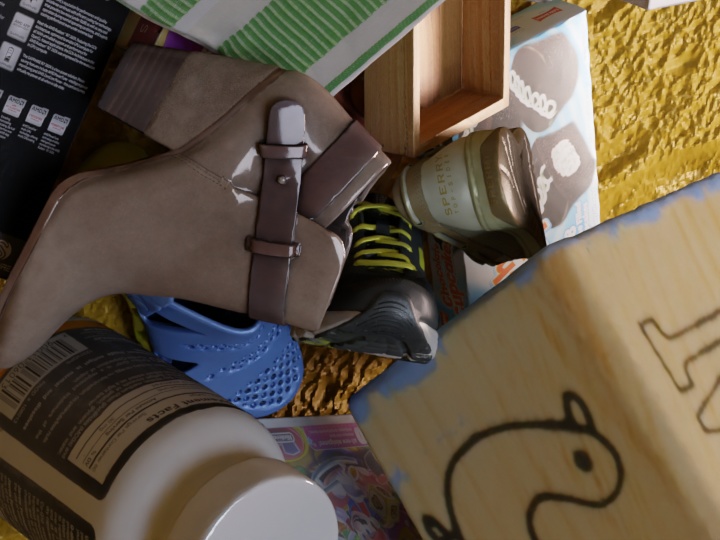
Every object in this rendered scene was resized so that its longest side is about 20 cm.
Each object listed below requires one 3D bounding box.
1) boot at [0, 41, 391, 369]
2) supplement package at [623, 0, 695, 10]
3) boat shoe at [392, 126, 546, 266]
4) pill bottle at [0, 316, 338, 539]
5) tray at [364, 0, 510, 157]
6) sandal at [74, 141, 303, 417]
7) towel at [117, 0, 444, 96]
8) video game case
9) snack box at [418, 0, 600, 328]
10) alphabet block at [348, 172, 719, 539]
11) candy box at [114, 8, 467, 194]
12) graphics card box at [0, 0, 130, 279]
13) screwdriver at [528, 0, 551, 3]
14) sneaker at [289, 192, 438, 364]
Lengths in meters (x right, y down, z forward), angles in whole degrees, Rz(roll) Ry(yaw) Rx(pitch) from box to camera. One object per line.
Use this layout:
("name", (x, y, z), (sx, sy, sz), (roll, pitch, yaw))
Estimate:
("boot", (-0.082, -0.011, 1.168), (0.201, 0.145, 0.070), (-62, 180, 12))
("supplement package", (0.205, -0.253, 1.400), (0.199, 0.111, 0.157), (-15, 119, -38))
("boat shoe", (0.064, -0.039, 1.316), (0.201, 0.063, 0.074), (2, 77, -80))
("pill bottle", (-0.108, 0.109, 1.207), (0.116, 0.199, 0.117), (-20, 123, -35))
("tray", (0.040, -0.171, 1.247), (0.098, 0.037, 0.202), (-31, 128, -50))
("sandal", (-0.082, 0.019, 1.274), (0.080, 0.087, 0.200), (-53, 137, -14))
("towel", (-0.043, -0.160, 1.126), (0.152, 0.024, 0.199), (-37, 135, 28))
("video game case", (0.015, 0.173, 1.364), (0.018, 0.201, 0.143), (-36, 159, 28))
("snack box", (0.091, -0.051, 1.440), (0.116, 0.037, 0.201), (-29, 127, -30))
("alphabet block", (0.149, 0.092, 1.324), (0.196, 0.201, 0.195), (-22, 167, -45))
("candy box", (-0.039, -0.131, 1.265), (0.200, 0.056, 0.117), (31, 85, -48))
("graphics card box", (-0.184, -0.107, 1.142), (0.125, 0.051, 0.201), (20, 94, -47))
("screwdriver", (0.002, -0.151, 1.191), (0.198, 0.029, 0.028), (5, 111, -21))
("sneaker", (0.000, 0.000, 1.262), (0.074, 0.200, 0.085), (10, 90, -10))
